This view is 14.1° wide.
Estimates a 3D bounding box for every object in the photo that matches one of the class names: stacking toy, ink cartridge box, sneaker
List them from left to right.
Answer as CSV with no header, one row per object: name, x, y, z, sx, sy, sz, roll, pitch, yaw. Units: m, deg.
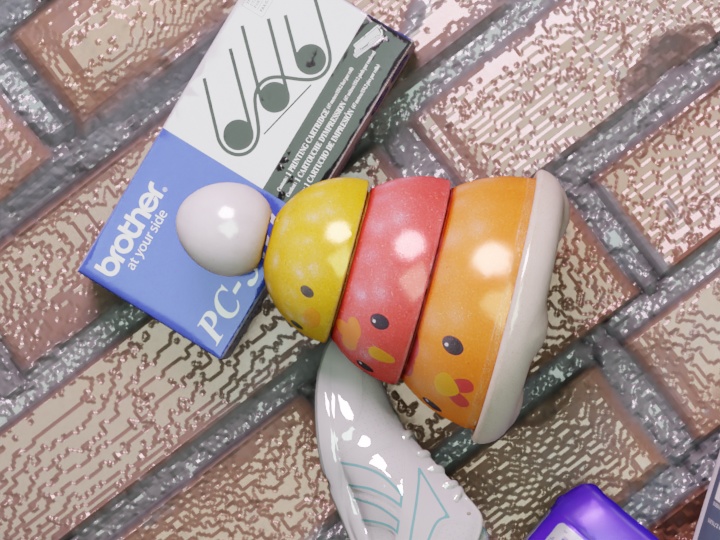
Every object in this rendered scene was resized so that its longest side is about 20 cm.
ink cartridge box,-0.061,-0.061,1.573,0.094,0.044,0.200,31,91,4
stacking toy,0.000,0.000,1.517,0.199,0.146,0.147,14,91,1
sneaker,0.026,0.126,1.542,0.080,0.070,0.201,-16,74,9

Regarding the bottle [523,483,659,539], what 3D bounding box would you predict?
bottle,0.086,0.211,1.556,0.083,0.065,0.200,39,92,1

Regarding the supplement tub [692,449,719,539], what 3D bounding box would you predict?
supplement tub,0.235,0.172,1.507,0.140,0.140,0.201,16,98,2
